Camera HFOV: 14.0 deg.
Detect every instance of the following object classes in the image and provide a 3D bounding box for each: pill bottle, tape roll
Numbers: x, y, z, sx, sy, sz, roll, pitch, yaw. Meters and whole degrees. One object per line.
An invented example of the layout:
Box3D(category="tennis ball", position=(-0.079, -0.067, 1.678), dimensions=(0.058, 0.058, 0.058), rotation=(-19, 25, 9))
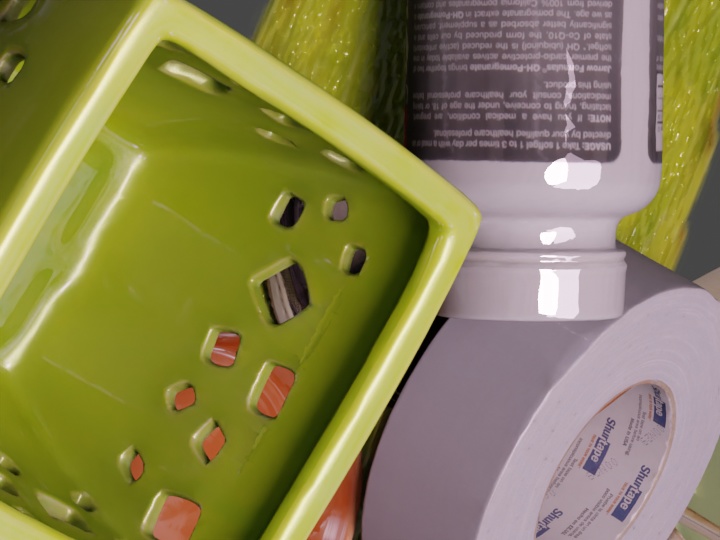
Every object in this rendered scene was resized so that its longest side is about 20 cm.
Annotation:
Box3D(category="pill bottle", position=(0.074, -0.080, 1.244), dimensions=(0.111, 0.111, 0.200), rotation=(-1, 93, -40))
Box3D(category="tape roll", position=(0.090, 0.083, 1.363), dimensions=(0.200, 0.066, 0.200), rotation=(-37, 143, -33))

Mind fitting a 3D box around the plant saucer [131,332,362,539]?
Box3D(category="plant saucer", position=(-0.086, 0.111, 1.281), dimensions=(0.200, 0.032, 0.200), rotation=(-17, 119, -34))

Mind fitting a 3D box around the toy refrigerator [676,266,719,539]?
Box3D(category="toy refrigerator", position=(0.198, 0.104, 1.493), dimensions=(0.070, 0.076, 0.200), rotation=(-27, 125, -29))

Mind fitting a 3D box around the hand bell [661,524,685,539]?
Box3D(category="hand bell", position=(0.093, 0.217, 1.454), dimensions=(0.200, 0.104, 0.104), rotation=(-31, 129, -4))

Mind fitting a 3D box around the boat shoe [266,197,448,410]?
Box3D(category="boat shoe", position=(0.000, 0.000, 1.281), dimensions=(0.072, 0.065, 0.200), rotation=(-46, 133, -18))

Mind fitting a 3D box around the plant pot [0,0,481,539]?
Box3D(category="plant pot", position=(-0.111, -0.005, 1.102), dimensions=(0.200, 0.181, 0.199), rotation=(33, 87, -44))
